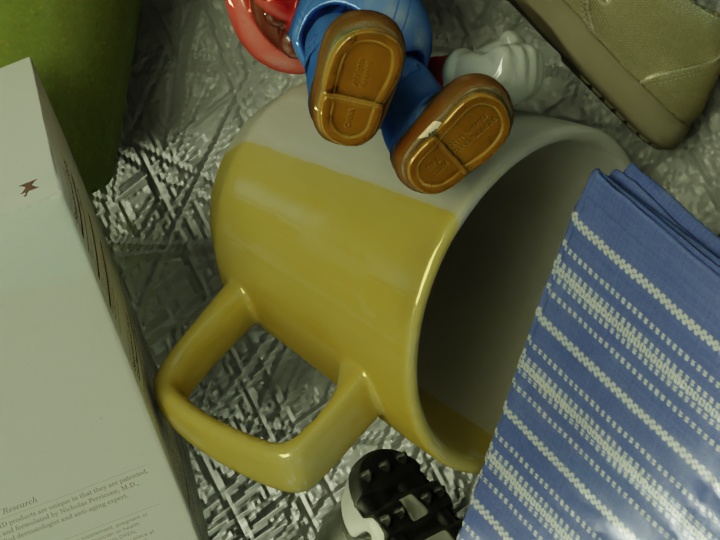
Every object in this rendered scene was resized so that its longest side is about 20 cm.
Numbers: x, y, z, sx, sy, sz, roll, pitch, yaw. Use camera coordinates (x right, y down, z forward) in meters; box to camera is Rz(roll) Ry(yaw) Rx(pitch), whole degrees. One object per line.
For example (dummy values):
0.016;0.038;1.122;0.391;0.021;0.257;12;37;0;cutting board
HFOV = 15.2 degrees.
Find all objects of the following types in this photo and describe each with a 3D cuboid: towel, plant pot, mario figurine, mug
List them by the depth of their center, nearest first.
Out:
0.104;0.076;1.043;0.145;0.024;0.201;44;123;46;towel
0.002;-0.116;1.078;0.105;0.124;0.200;-24;31;-4;mario figurine
0.005;-0.009;1.129;0.153;0.186;0.151;25;117;37;mug
-0.172;-0.133;1.241;0.199;0.200;0.192;8;103;30;plant pot

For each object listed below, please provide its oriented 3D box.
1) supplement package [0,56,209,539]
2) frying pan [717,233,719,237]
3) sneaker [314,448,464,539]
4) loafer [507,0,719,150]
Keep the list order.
-0.186;0.052;1.146;0.190;0.147;0.201;-20;118;-2;supplement package
0.212;0.034;1.060;0.188;0.031;0.116;3;85;0;frying pan
0.041;0.179;1.158;0.200;0.066;0.091;53;127;14;sneaker
0.080;-0.137;1.108;0.068;0.200;0.076;-45;24;2;loafer
